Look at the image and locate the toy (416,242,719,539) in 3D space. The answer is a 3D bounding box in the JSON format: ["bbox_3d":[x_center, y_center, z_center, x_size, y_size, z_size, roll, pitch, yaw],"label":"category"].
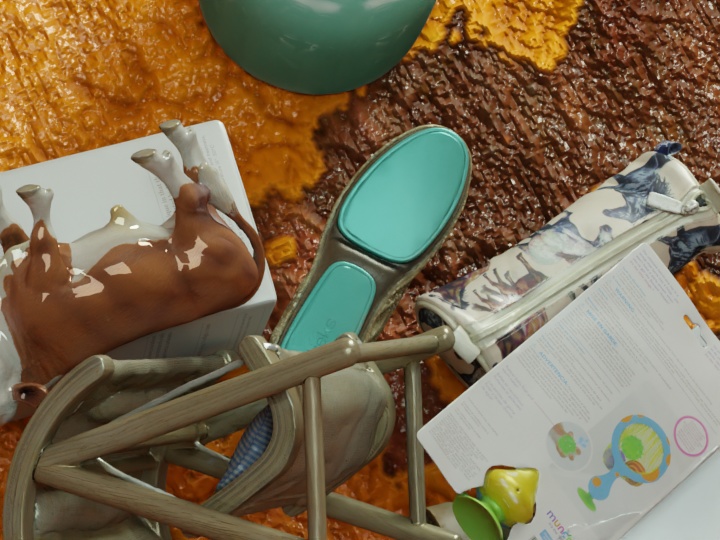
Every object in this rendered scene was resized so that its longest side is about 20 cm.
[{"bbox_3d":[0.122,0.086,1.476,0.200,0.047,0.115,-38,91,-35],"label":"toy"}]

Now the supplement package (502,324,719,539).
[{"bbox_3d":[0.205,0.164,1.553,0.200,0.111,0.156,44,70,7],"label":"supplement package"}]

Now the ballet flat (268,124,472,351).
[{"bbox_3d":[0.000,0.000,1.598,0.070,0.065,0.200,34,69,4],"label":"ballet flat"}]

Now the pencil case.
[{"bbox_3d":[0.127,0.003,1.606,0.199,0.089,0.078,-32,80,-17],"label":"pencil case"}]

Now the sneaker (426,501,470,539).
[{"bbox_3d":[0.101,0.225,1.544,0.089,0.067,0.201,-12,74,-21],"label":"sneaker"}]

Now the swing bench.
[{"bbox_3d":[-0.066,0.099,1.438,0.199,0.199,0.131,-2,89,17],"label":"swing bench"}]

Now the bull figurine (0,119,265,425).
[{"bbox_3d":[-0.147,0.002,1.441,0.199,0.065,0.122,-21,111,-23],"label":"bull figurine"}]

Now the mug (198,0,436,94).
[{"bbox_3d":[-0.013,-0.212,1.641,0.151,0.114,0.186,29,70,1],"label":"mug"}]

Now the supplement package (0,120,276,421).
[{"bbox_3d":[-0.164,0.006,1.542,0.199,0.117,0.118,-15,75,-15],"label":"supplement package"}]
